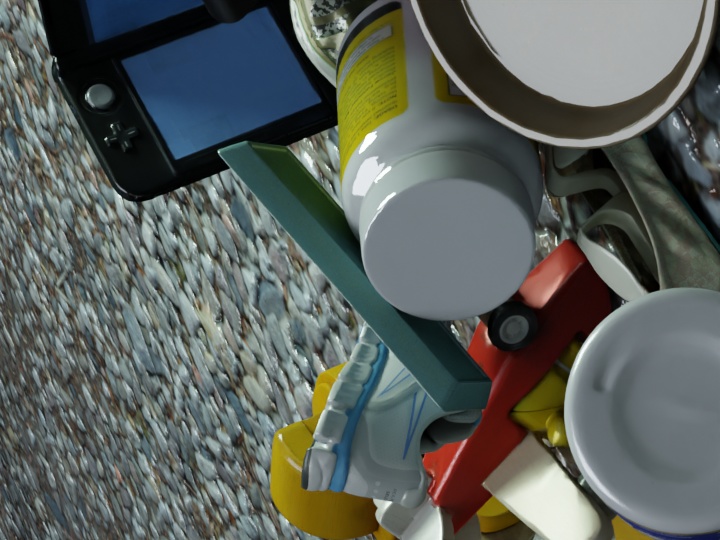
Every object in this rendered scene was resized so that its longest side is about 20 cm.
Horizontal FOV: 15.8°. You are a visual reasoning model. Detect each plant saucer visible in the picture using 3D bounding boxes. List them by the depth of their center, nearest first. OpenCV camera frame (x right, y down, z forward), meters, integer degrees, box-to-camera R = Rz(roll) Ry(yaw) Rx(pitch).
[{"bbox_3d":[0.106,-0.162,1.337,0.200,0.029,0.200,18,119,36],"label":"plant saucer"},{"bbox_3d":[0.000,0.000,1.455,0.200,0.019,0.070,48,-164,17],"label":"plant saucer"}]

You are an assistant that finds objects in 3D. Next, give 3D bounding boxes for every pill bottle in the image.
[{"bbox_3d":[0.172,0.081,1.331,0.120,0.120,0.200,63,-175,12],"label":"pill bottle"},{"bbox_3d":[0.044,-0.068,1.475,0.200,0.114,0.114,-92,-5,-55],"label":"pill bottle"}]

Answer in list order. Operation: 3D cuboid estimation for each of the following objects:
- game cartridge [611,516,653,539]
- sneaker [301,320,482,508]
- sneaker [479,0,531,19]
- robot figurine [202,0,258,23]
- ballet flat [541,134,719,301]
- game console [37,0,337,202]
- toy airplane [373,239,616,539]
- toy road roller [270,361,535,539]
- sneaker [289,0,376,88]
[{"bbox_3d":[0.224,0.225,1.556,0.200,0.032,0.177,29,138,57],"label":"game cartridge"},{"bbox_3d":[0.034,0.058,1.506,0.087,0.200,0.075,20,146,3],"label":"sneaker"},{"bbox_3d":[0.069,-0.174,1.457,0.200,0.075,0.105,-12,95,66],"label":"sneaker"},{"bbox_3d":[-0.043,-0.237,1.430,0.150,0.200,0.125,40,170,-14],"label":"robot figurine"},{"bbox_3d":[0.138,-0.045,1.435,0.200,0.062,0.067,58,158,28],"label":"ballet flat"},{"bbox_3d":[-0.103,-0.170,1.734,0.176,0.200,0.116,60,160,21],"label":"game console"},{"bbox_3d":[0.096,0.102,1.589,0.199,0.141,0.200,-35,49,52],"label":"toy airplane"},{"bbox_3d":[0.024,0.153,1.829,0.200,0.146,0.123,56,158,31],"label":"toy road roller"},{"bbox_3d":[0.027,-0.129,1.650,0.200,0.077,0.089,62,152,-5],"label":"sneaker"}]
